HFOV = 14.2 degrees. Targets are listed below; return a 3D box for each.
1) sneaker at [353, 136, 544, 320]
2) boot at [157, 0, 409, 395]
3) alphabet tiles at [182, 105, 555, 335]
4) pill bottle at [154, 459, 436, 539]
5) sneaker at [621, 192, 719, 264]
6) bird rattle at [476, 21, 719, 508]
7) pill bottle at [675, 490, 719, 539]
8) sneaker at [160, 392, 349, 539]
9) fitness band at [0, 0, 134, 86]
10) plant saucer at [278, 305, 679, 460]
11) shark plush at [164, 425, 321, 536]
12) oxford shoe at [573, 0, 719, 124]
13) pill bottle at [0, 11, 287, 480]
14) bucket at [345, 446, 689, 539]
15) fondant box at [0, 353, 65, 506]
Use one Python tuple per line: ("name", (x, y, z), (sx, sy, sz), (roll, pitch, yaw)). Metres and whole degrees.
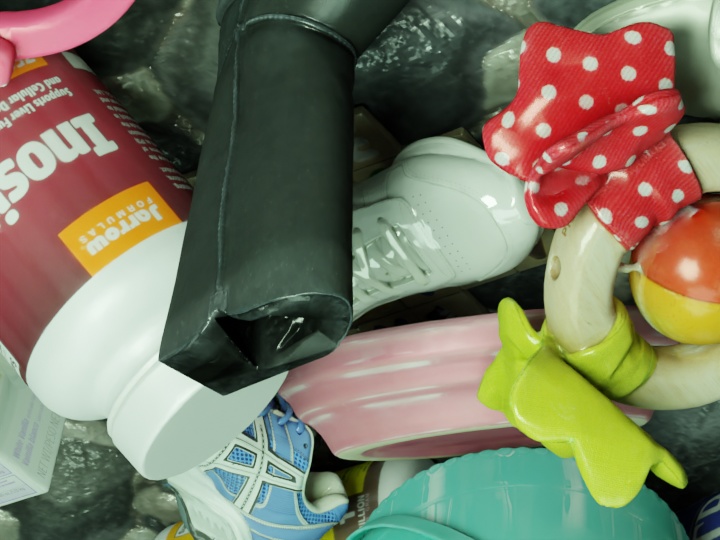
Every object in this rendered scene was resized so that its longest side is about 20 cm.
("sneaker", (0.000, 0.000, 1.309), (0.200, 0.100, 0.075), (-13, 122, 44))
("boot", (-0.014, -0.065, 1.183), (0.065, 0.201, 0.165), (26, 140, -21))
("alphabet tiles", (-0.004, -0.010, 1.412), (0.199, 0.008, 0.167), (-18, 135, 32))
("pill bottle", (-0.041, 0.175, 1.555), (0.199, 0.110, 0.109), (-19, 135, 20))
("sneaker", (0.162, -0.040, 1.299), (0.199, 0.078, 0.082), (17, 120, -9))
("bird rattle", (0.122, -0.008, 1.232), (0.162, 0.113, 0.201), (-1, 105, -27))
("pill bottle", (0.208, 0.172, 1.509), (0.119, 0.120, 0.200), (31, 137, -26))
("sneaker", (-0.070, 0.071, 1.409), (0.077, 0.076, 0.200), (-27, 132, 0))
("fitness band", (-0.181, -0.157, 1.201), (0.199, 0.037, 0.144), (14, 119, -7))
("plant saucer", (0.060, 0.057, 1.372), (0.200, 0.051, 0.201), (-6, 172, -1))
("shark plush", (-0.103, 0.066, 1.484), (0.083, 0.091, 0.200), (28, 164, 37))
("oxford shoe", (0.182, -0.085, 1.235), (0.199, 0.058, 0.075), (1, 144, 13))
("pill bottle", (-0.123, -0.010, 1.272), (0.200, 0.113, 0.113), (48, 146, 18))
("bucket", (0.078, 0.195, 1.403), (0.206, 0.135, 0.208), (1, 128, 2))
("fondant box", (-0.215, 0.002, 1.358), (0.058, 0.145, 0.200), (-18, 135, 32))
